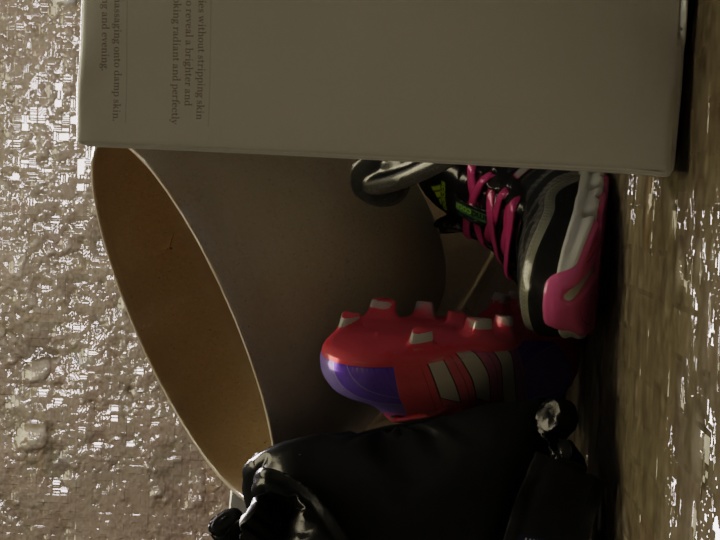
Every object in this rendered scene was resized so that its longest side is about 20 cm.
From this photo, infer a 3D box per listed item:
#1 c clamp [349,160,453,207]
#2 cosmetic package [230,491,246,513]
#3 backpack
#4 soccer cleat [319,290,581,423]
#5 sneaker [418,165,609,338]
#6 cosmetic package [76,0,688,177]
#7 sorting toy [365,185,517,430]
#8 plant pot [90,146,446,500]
[{"bbox_3d":[0.046,-0.088,0.684,0.027,0.170,0.200,50,-150,-18],"label":"c clamp"},{"bbox_3d":[-0.016,0.067,0.918,0.081,0.112,0.201,76,-163,-77],"label":"cosmetic package"},{"bbox_3d":[0.037,0.169,0.627,0.127,0.166,0.201,65,-167,-68],"label":"backpack"},{"bbox_3d":[0.048,0.053,0.683,0.200,0.066,0.077,-5,-76,-59],"label":"soccer cleat"},{"bbox_3d":[0.070,-0.032,0.697,0.200,0.087,0.074,-84,-4,-58],"label":"sneaker"},{"bbox_3d":[0.009,-0.092,0.502,0.081,0.199,0.113,-73,-13,-84],"label":"cosmetic package"},{"bbox_3d":[0.000,0.000,0.845,0.200,0.185,0.036,-57,-22,1],"label":"sorting toy"},{"bbox_3d":[-0.035,0.002,0.753,0.200,0.134,0.201,49,153,37],"label":"plant pot"}]
